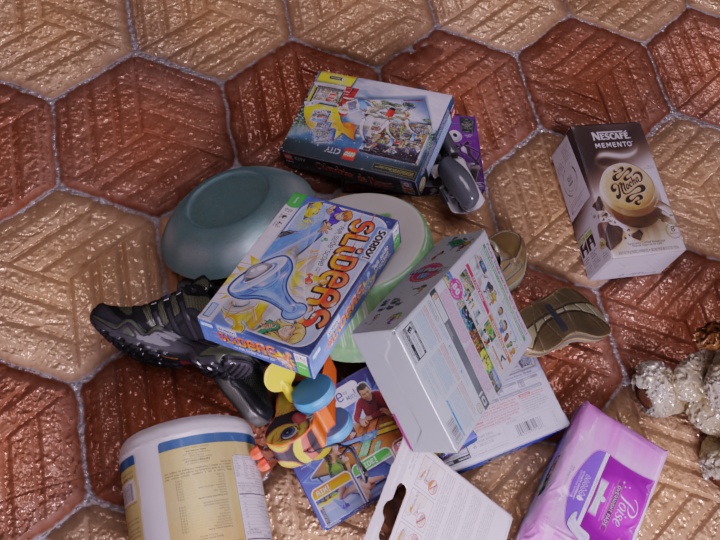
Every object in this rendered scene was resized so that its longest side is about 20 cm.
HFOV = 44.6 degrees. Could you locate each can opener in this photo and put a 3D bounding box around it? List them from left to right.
[{"bbox_3d":[0.108,-0.166,1.167,0.053,0.067,0.202,-18,70,-19],"label":"can opener"}]

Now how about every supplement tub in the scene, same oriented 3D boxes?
[{"bbox_3d":[-0.164,0.263,0.896,0.143,0.145,0.202,-8,67,-15],"label":"supplement tub"}]

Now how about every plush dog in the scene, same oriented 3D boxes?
[{"bbox_3d":[0.460,0.147,1.066,0.160,0.172,0.201,-33,75,-24],"label":"plush dog"}]

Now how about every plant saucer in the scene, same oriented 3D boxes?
[{"bbox_3d":[-0.154,-0.072,1.056,0.198,0.039,0.202,-11,43,10],"label":"plant saucer"}]

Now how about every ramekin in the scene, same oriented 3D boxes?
[{"bbox_3d":[0.000,0.000,1.032,0.197,0.098,0.201,-7,43,7],"label":"ramekin"}]

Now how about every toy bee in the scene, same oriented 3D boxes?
[{"bbox_3d":[-0.067,0.155,0.914,0.108,0.200,0.132,-24,99,1],"label":"toy bee"}]

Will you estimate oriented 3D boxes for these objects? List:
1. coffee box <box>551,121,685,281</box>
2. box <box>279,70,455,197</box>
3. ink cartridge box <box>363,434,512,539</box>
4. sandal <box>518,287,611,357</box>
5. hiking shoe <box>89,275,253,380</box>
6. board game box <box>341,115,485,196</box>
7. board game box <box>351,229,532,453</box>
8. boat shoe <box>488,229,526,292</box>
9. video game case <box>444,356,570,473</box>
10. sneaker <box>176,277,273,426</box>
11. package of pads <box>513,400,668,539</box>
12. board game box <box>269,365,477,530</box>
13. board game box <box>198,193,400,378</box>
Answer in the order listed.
[{"bbox_3d":[0.351,-0.097,1.209,0.111,0.080,0.202,-6,67,-14],"label":"coffee box"},{"bbox_3d":[0.009,-0.182,1.152,0.198,0.038,0.138,16,68,22],"label":"box"},{"bbox_3d":[0.070,0.291,0.935,0.200,0.050,0.162,40,59,-27],"label":"ink cartridge box"},{"bbox_3d":[0.242,0.073,1.106,0.199,0.054,0.081,-13,64,-44],"label":"sandal"},{"bbox_3d":[-0.199,0.055,0.973,0.197,0.076,0.102,13,65,11],"label":"hiking shoe"},{"bbox_3d":[0.069,-0.162,1.210,0.197,0.032,0.121,1,61,-11],"label":"board game box"},{"bbox_3d":[0.094,0.071,0.930,0.200,0.064,0.149,-43,114,-43],"label":"board game box"},{"bbox_3d":[0.163,-0.007,1.097,0.071,0.077,0.200,10,35,21],"label":"boat shoe"},{"bbox_3d":[0.126,0.143,1.069,0.198,0.046,0.183,-16,70,-18],"label":"video game case"},{"bbox_3d":[-0.128,0.074,1.017,0.113,0.076,0.201,-28,68,5],"label":"sneaker"},{"bbox_3d":[0.270,0.267,1.023,0.120,0.076,0.201,29,61,8],"label":"package of pads"},{"bbox_3d":[0.014,0.182,0.996,0.198,0.035,0.136,-29,70,-3],"label":"board game box"},{"bbox_3d":[-0.059,0.008,0.924,0.134,0.035,0.201,16,51,22],"label":"board game box"}]
